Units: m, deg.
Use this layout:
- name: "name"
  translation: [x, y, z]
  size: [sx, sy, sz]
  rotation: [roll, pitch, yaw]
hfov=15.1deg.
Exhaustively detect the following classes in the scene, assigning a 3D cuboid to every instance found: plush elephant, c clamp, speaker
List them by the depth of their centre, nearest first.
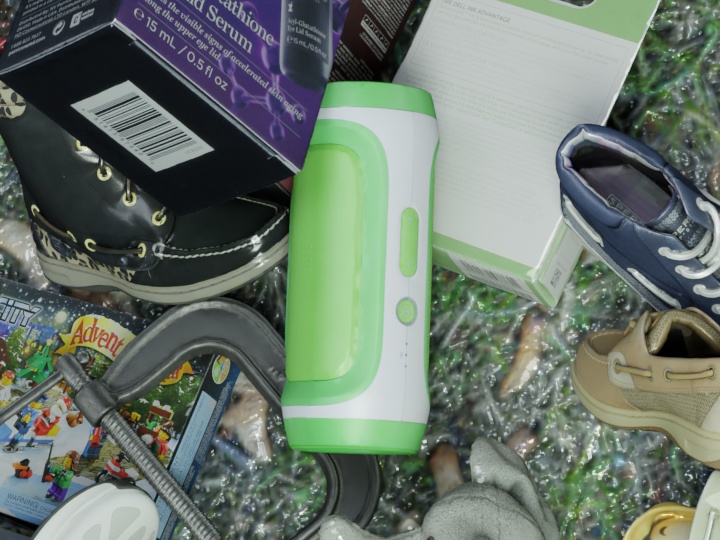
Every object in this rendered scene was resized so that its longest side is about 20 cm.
- name: "plush elephant"
  translation: [0.042, 0.178, 1.398]
  size: [0.199, 0.165, 0.156]
  rotation: [-6, 106, 5]
- name: "speaker"
  translation: [0.000, 0.000, 1.505]
  size: [0.088, 0.088, 0.201]
  rotation: [0, 84, 24]
- name: "c clamp"
  translation: [-0.094, 0.105, 1.541]
  size: [0.200, 0.027, 0.171]
  rotation: [43, 75, 14]

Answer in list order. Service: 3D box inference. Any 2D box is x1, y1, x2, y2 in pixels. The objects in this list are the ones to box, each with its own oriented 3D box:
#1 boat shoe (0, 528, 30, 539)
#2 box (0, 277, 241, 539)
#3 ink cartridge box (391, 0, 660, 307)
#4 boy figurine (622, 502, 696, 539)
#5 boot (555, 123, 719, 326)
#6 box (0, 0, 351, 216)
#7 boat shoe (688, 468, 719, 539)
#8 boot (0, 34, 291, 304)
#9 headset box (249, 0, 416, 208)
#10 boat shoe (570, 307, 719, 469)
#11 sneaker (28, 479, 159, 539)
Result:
- name: "boat shoe"
  translation: [-0.171, 0.200, 1.551]
  size: [0.199, 0.073, 0.066]
  rotation: [18, 106, 24]
- name: "box"
  translation: [-0.183, 0.086, 1.615]
  size: [0.199, 0.038, 0.137]
  rotation: [14, 75, 28]
- name: "ink cartridge box"
  translation: [0.087, -0.095, 1.568]
  size: [0.145, 0.048, 0.201]
  rotation: [20, 78, 30]
- name: "boy figurine"
  translation: [0.228, 0.139, 1.394]
  size: [0.199, 0.064, 0.125]
  rotation: [-2, 77, 21]
- name: "boot"
  translation: [0.184, -0.001, 1.437]
  size: [0.200, 0.090, 0.073]
  rotation: [34, 84, 17]
- name: "box"
  translation: [-0.092, -0.157, 1.492]
  size: [0.104, 0.148, 0.201]
  rotation: [-18, 47, 42]
- name: "boat shoe"
  translation: [0.178, 0.193, 1.359]
  size: [0.062, 0.072, 0.201]
  rotation: [24, 107, 26]
- name: "boot"
  translation: [-0.138, -0.063, 1.572]
  size: [0.203, 0.154, 0.073]
  rotation: [2, 35, 42]
- name: "headset box"
  translation: [-0.067, -0.136, 1.638]
  size: [0.148, 0.077, 0.201]
  rotation: [19, 77, 30]
- name: "boat shoe"
  translation: [0.169, 0.050, 1.408]
  size: [0.071, 0.065, 0.200]
  rotation: [-11, 14, -21]
- name: "sneaker"
  translation: [-0.141, 0.204, 1.420]
  size: [0.115, 0.076, 0.201]
  rotation: [9, 56, 42]
